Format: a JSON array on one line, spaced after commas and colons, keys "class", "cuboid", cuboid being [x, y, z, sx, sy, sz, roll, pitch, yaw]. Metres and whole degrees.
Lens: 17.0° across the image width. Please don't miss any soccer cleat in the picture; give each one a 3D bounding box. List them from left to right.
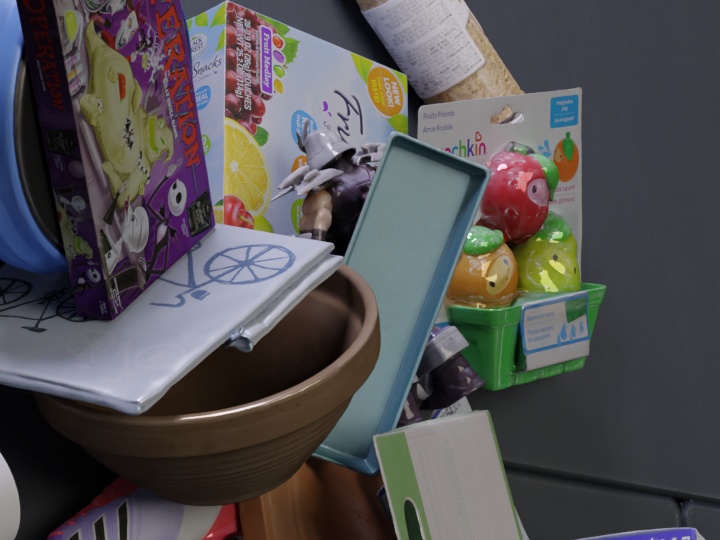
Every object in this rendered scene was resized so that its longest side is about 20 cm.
[{"class": "soccer cleat", "cuboid": [-0.141, 0.153, 1.388, 0.200, 0.067, 0.076, -17, 71, -49]}]

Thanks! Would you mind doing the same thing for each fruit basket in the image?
[{"class": "fruit basket", "cuboid": [0.104, -0.020, 1.655, 0.185, 0.094, 0.200, -9, 108, -48]}]

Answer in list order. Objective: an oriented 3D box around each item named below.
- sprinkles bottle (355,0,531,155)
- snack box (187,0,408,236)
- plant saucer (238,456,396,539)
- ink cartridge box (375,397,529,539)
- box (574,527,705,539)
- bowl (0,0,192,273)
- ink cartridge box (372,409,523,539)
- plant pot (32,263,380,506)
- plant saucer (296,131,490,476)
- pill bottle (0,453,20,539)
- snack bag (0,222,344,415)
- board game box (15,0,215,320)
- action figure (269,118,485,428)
[{"class": "sprinkles bottle", "cuboid": [0.055, -0.162, 1.712, 0.200, 0.068, 0.068, 55, 43, -15]}, {"class": "snack box", "cuboid": [-0.046, -0.053, 1.561, 0.169, 0.068, 0.200, 19, 63, -41]}, {"class": "plant saucer", "cuboid": [-0.011, 0.166, 1.493, 0.200, 0.032, 0.200, 44, 36, -45]}, {"class": "ink cartridge box", "cuboid": [0.062, 0.196, 1.540, 0.200, 0.043, 0.196, 65, 23, -10]}, {"class": "box", "cuboid": [0.210, 0.302, 1.622, 0.184, 0.105, 0.200, 44, 44, -50]}, {"class": "bowl", "cuboid": [-0.156, -0.096, 1.350, 0.201, 0.039, 0.201, -30, 124, -58]}, {"class": "ink cartridge box", "cuboid": [0.043, 0.161, 1.403, 0.200, 0.048, 0.146, -3, 78, -66]}, {"class": "plant pot", "cuboid": [-0.084, 0.070, 1.376, 0.201, 0.201, 0.093, -43, 133, -46]}, {"class": "plant saucer", "cuboid": [0.012, 0.020, 1.448, 0.070, 0.019, 0.200, 21, 89, -19]}, {"class": "pill bottle", "cuboid": [-0.270, 0.147, 1.212, 0.200, 0.111, 0.111, -27, 94, -48]}, {"class": "snack bag", "cuboid": [-0.137, 0.022, 1.360, 0.200, 0.188, 0.021, -42, 133, -47]}, {"class": "board game box", "cuboid": [-0.132, -0.087, 1.328, 0.120, 0.032, 0.200, -52, 141, -52]}, {"class": "action figure", "cuboid": [0.000, 0.000, 1.494, 0.130, 0.069, 0.200, -23, 94, -38]}]
